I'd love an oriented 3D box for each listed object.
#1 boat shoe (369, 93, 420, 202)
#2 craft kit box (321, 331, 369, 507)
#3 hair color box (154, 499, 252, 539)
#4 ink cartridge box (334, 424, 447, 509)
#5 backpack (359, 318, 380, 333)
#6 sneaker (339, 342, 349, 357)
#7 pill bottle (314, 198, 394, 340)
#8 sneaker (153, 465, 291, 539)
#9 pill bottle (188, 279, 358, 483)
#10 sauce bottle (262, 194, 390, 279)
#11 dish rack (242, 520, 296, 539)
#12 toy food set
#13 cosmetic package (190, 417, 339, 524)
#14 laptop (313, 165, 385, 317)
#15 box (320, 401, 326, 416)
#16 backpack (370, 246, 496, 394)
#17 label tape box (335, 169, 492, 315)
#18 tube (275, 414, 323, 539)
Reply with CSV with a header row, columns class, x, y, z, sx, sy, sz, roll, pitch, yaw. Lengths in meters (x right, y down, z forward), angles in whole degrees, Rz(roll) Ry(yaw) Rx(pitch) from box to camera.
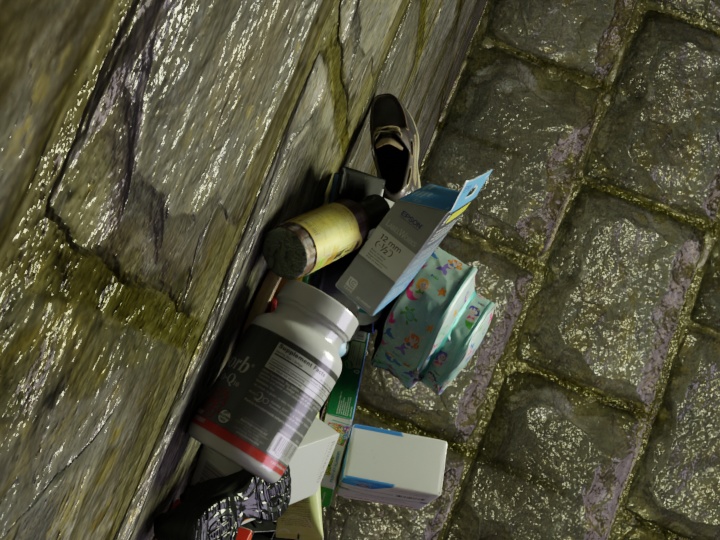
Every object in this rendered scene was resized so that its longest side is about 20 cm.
class,x,y,z,sx,sy,sz,roll,pitch,yaw
boat shoe,0.052,-0.182,1.531,0.073,0.074,0.201,63,15,-67
craft kit box,-0.034,0.225,1.594,0.200,0.048,0.198,-77,178,-53
hair color box,-0.198,0.364,1.256,0.200,0.101,0.061,108,5,-49
ink cartridge box,0.042,0.303,1.570,0.200,0.145,0.085,107,-7,-71
backpack,0.001,-0.026,1.617,0.183,0.134,0.201,-64,161,-61
sneaker,-0.085,0.154,1.393,0.200,0.090,0.079,-50,-147,26
pill bottle,0.000,0.000,1.474,0.201,0.110,0.111,-65,177,21
sneaker,-0.153,0.259,1.172,0.200,0.090,0.076,-17,104,-56
pill bottle,-0.091,0.119,1.127,0.201,0.116,0.116,-59,174,-14
sauce bottle,-0.030,-0.046,1.189,0.200,0.065,0.065,-28,144,-51
dish rack,-0.138,0.306,1.497,0.055,0.153,0.201,40,-64,48
toy food set,-0.106,0.066,1.284,0.198,0.048,0.201,102,10,-65
cosmetic package,-0.124,0.254,1.329,0.200,0.071,0.102,-8,123,-56
laptop,-0.046,-0.040,1.354,0.200,0.115,0.188,6,95,-66
box,-0.114,0.222,1.635,0.200,0.095,0.100,-57,166,-69
backpack,0.103,0.070,1.474,0.178,0.150,0.200,-54,163,-25
label tape box,0.067,-0.052,1.250,0.200,0.066,0.143,-56,172,20
tube,-0.086,0.278,1.453,0.058,0.052,0.201,167,-76,-67
